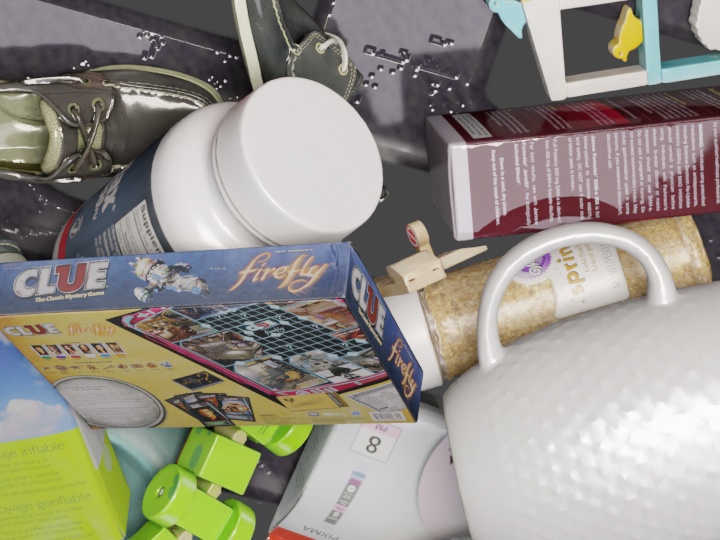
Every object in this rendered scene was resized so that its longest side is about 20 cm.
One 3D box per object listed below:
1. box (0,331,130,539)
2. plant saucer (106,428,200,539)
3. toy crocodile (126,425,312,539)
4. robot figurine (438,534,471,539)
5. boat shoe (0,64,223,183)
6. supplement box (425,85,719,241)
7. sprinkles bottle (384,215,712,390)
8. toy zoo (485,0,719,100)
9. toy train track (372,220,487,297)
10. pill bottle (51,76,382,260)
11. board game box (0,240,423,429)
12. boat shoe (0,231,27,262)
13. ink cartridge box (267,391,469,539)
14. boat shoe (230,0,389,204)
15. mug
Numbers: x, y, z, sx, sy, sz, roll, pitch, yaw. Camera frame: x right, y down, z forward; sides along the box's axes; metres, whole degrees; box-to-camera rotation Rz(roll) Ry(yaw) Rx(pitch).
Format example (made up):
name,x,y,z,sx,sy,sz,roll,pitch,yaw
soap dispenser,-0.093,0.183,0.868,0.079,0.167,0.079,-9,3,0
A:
name,x,y,z,sx,sy,sz,roll,pitch,yaw
box,-0.222,0.086,1.002,0.122,0.048,0.200,-10,126,5
plant saucer,-0.194,0.159,1.107,0.199,0.036,0.201,-2,112,-5
toy crocodile,-0.088,0.114,1.075,0.067,0.062,0.200,35,81,-31
robot figurine,0.106,0.216,1.058,0.199,0.170,0.113,-11,75,8
boat shoe,-0.179,-0.081,0.999,0.200,0.066,0.072,1,110,-7
supplement box,0.145,-0.067,1.018,0.199,0.109,0.061,-7,104,-3
sprinkles bottle,0.110,0.017,1.034,0.199,0.068,0.068,-16,112,1
toy zoo,0.175,-0.177,1.028,0.199,0.020,0.132,-9,112,-4
toy train track,0.000,0.000,0.989,0.114,0.200,0.033,-24,93,-18
pill bottle,-0.080,-0.026,0.955,0.120,0.120,0.200,37,140,-18
board game box,-0.080,0.039,0.910,0.199,0.035,0.136,-3,148,18
boat shoe,-0.280,0.046,1.051,0.200,0.073,0.062,-46,66,18
ink cartridge box,0.026,0.180,1.127,0.162,0.057,0.200,21,103,-14
boat shoe,-0.034,-0.119,0.998,0.067,0.072,0.200,-14,120,4
mug,0.135,0.071,0.960,0.175,0.148,0.201,-13,102,4
